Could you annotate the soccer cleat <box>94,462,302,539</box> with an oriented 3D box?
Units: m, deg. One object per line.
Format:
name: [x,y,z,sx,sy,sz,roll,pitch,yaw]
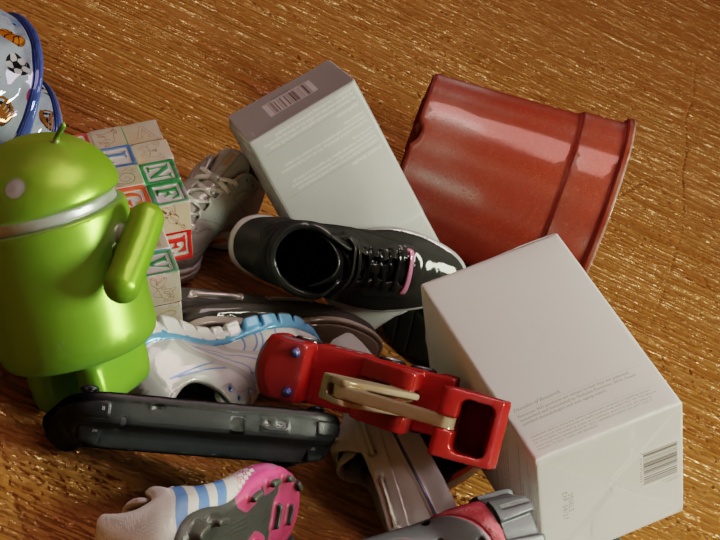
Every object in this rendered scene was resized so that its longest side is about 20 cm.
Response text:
soccer cleat: [-0.108,0.164,1.540,0.086,0.071,0.200,11,8,21]

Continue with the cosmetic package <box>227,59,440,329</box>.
cosmetic package: [-0.014,-0.058,1.893,0.201,0.106,0.090,64,-7,-24]

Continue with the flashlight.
flashlight: [0.026,0.203,1.540,0.199,0.068,0.068,-15,77,-26]

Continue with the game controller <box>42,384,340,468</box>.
game controller: [-0.117,0.109,1.580,0.198,0.043,0.104,7,-10,-22]

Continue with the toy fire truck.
toy fire truck: [0.012,0.089,1.619,0.198,0.049,0.141,14,2,12]

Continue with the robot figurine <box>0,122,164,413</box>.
robot figurine: [-0.210,-0.005,1.591,0.174,0.202,0.116,-4,17,31]

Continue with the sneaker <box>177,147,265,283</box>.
sneaker: [-0.134,-0.057,1.899,0.075,0.092,0.200,33,24,9]

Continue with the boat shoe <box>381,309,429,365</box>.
boat shoe: [0.108,0.072,1.950,0.200,0.076,0.074,42,23,22]

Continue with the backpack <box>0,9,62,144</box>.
backpack: [-0.304,-0.107,1.682,0.153,0.191,0.200,12,29,-35]

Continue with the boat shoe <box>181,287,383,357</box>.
boat shoe: [-0.070,0.043,1.813,0.199,0.067,0.057,6,38,-37]

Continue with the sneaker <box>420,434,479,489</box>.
sneaker: [0.095,0.139,1.813,0.067,0.108,0.201,28,56,29]

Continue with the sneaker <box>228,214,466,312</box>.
sneaker: [0.000,0.000,1.813,0.198,0.071,0.099,10,6,-17]

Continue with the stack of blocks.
stack of blocks: [-0.188,-0.030,1.770,0.114,0.059,0.201,-11,39,-13]

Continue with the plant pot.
plant pot: [0.132,-0.082,2.150,0.194,0.202,0.201,21,25,0]

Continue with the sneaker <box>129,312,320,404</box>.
sneaker: [-0.099,0.085,1.712,0.199,0.075,0.087,-3,50,-42]

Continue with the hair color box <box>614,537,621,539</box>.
hair color box: [0.129,0.237,1.673,0.199,0.061,0.099,5,35,-45]

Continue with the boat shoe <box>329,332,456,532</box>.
boat shoe: [0.009,0.134,1.718,0.065,0.072,0.201,-24,60,-9]

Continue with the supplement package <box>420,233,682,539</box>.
supplement package: [0.140,0.092,1.687,0.119,0.122,0.200,-21,46,-12]
